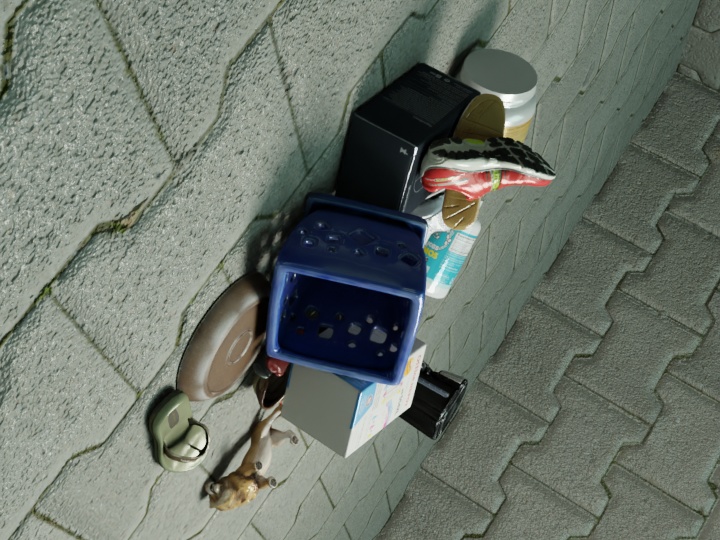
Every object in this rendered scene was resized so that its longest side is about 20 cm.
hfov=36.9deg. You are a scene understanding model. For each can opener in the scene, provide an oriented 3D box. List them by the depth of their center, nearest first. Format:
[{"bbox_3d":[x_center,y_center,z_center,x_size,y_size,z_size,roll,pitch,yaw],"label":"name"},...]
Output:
[{"bbox_3d":[0.049,-0.081,1.621,0.200,0.053,0.067,-28,114,-21],"label":"can opener"}]

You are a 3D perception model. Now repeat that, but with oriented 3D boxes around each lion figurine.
[{"bbox_3d":[-0.167,0.302,1.747,0.122,0.072,0.200,-27,-158,49],"label":"lion figurine"}]

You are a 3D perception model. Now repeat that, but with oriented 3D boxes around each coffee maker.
[{"bbox_3d":[0.095,0.260,2.228,0.192,0.200,0.135,-57,163,-10],"label":"coffee maker"}]

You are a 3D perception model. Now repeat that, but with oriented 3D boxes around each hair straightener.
[{"bbox_3d":[-0.109,0.074,1.586,0.077,0.041,0.200,-18,-141,47],"label":"hair straightener"}]

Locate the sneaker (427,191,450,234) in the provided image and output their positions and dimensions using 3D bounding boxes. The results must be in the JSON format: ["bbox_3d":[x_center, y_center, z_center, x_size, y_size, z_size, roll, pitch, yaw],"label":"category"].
[{"bbox_3d":[0.058,-0.099,1.726,0.199,0.114,0.076,-12,122,-21],"label":"sneaker"}]

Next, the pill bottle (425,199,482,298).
[{"bbox_3d":[0.152,-0.057,2.012,0.200,0.111,0.111,-63,163,11],"label":"pill bottle"}]

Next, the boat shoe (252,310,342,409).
[{"bbox_3d":[-0.091,0.126,1.616,0.200,0.072,0.072,-49,-165,10],"label":"boat shoe"}]

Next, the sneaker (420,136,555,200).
[{"bbox_3d":[0.174,-0.136,1.504,0.077,0.199,0.085,-109,-150,-47],"label":"sneaker"}]

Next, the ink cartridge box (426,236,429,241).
[{"bbox_3d":[0.071,-0.052,1.868,0.200,0.059,0.104,-60,164,2],"label":"ink cartridge box"}]

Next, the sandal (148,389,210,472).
[{"bbox_3d":[-0.236,0.228,1.445,0.080,0.057,0.201,-53,162,-22],"label":"sandal"}]

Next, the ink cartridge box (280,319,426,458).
[{"bbox_3d":[-0.001,0.157,1.605,0.200,0.125,0.129,-30,142,-48],"label":"ink cartridge box"}]

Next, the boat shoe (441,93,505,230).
[{"bbox_3d":[0.155,-0.162,1.561,0.069,0.071,0.201,-95,-159,-72],"label":"boat shoe"}]

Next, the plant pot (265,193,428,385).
[{"bbox_3d":[-0.010,0.015,1.477,0.200,0.199,0.180,101,3,-45],"label":"plant pot"}]

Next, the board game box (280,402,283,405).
[{"bbox_3d":[-0.079,0.158,1.810,0.152,0.046,0.200,-52,162,-23],"label":"board game box"}]

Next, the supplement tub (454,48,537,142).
[{"bbox_3d":[0.207,-0.248,1.785,0.145,0.144,0.200,-45,158,-41],"label":"supplement tub"}]

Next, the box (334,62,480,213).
[{"bbox_3d":[0.068,-0.182,1.556,0.200,0.107,0.149,-44,157,-45],"label":"box"}]

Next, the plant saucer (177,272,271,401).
[{"bbox_3d":[-0.173,0.097,1.458,0.200,0.032,0.200,-52,163,-23],"label":"plant saucer"}]
